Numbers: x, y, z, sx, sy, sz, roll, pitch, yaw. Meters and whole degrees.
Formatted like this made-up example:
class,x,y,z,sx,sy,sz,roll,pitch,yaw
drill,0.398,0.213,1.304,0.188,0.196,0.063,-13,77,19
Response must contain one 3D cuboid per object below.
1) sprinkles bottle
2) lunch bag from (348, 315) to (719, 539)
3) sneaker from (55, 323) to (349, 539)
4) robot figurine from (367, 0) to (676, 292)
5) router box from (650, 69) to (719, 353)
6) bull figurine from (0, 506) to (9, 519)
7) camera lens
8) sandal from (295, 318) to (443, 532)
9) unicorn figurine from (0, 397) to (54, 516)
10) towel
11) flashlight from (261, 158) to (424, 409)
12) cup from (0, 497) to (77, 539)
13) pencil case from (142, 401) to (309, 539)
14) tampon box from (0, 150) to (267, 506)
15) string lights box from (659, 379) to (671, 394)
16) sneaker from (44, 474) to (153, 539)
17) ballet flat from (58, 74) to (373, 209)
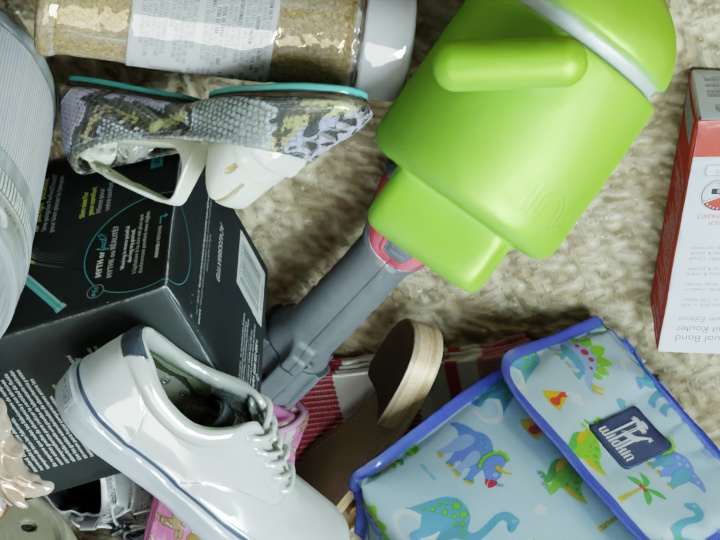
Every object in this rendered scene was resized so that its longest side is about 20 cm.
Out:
class,x,y,z,sx,sy,sz,roll,pitch,yaw
sprinkles bottle,-0.072,-0.135,1.135,0.199,0.068,0.068,7,132,-6
lunch bag,0.120,0.142,1.264,0.200,0.170,0.128,-34,158,-15
sneaker,-0.070,0.101,1.146,0.071,0.073,0.200,-36,124,28
robot figurine,0.087,-0.088,1.116,0.116,0.175,0.200,35,93,8
router box,0.280,-0.029,1.240,0.199,0.049,0.180,1,132,-1
bull figurine,-0.315,0.112,1.320,0.199,0.122,0.065,10,144,-10
camera lens,-0.249,-0.048,1.126,0.159,0.200,0.160,0,132,0
sandal,0.015,0.123,1.336,0.069,0.078,0.212,18,125,-20
unicorn figurine,-0.278,0.101,1.158,0.199,0.074,0.138,-20,119,2
towel,0.022,0.106,1.385,0.199,0.023,0.144,-7,132,7
flashlight,0.000,0.000,1.256,0.068,0.068,0.200,4,140,-44
cup,-0.250,0.220,1.380,0.200,0.201,0.144,10,125,-9
pencil case,-0.095,0.157,1.339,0.083,0.086,0.200,29,117,26
tampon box,-0.170,0.031,1.231,0.199,0.150,0.126,-16,129,15
string lights box,0.127,0.159,1.376,0.200,0.059,0.103,-24,133,6
sneaker,-0.168,0.148,1.382,0.075,0.082,0.200,-30,125,24
ballet flat,-0.081,-0.067,1.145,0.200,0.072,0.072,5,138,33
